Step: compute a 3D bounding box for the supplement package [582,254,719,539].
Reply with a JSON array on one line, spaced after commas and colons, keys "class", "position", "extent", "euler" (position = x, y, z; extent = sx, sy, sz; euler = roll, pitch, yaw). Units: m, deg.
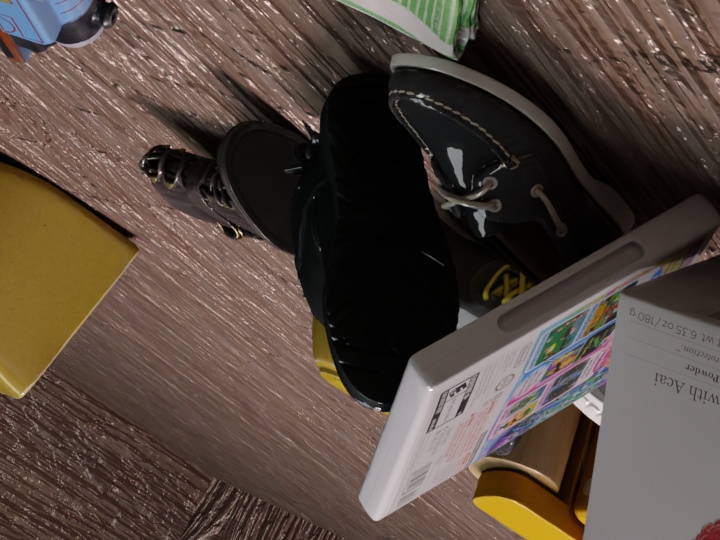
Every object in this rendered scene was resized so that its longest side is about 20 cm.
[{"class": "supplement package", "position": [0.193, 0.110, 0.843], "extent": [0.120, 0.203, 0.119], "euler": [19, -158, 35]}]

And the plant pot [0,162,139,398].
[{"class": "plant pot", "position": [-0.383, -0.012, 1.730], "extent": [0.200, 0.195, 0.195], "euler": [43, 163, -18]}]

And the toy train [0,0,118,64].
[{"class": "toy train", "position": [-0.199, -0.179, 0.920], "extent": [0.113, 0.088, 0.200], "euler": [20, 165, 11]}]

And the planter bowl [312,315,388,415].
[{"class": "planter bowl", "position": [0.024, 0.066, 1.334], "extent": [0.199, 0.084, 0.200], "euler": [26, 170, 5]}]

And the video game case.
[{"class": "video game case", "position": [0.089, 0.051, 0.894], "extent": [0.024, 0.181, 0.201], "euler": [54, 159, 18]}]

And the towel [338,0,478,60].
[{"class": "towel", "position": [-0.015, -0.164, 0.714], "extent": [0.151, 0.024, 0.200], "euler": [28, 167, 11]}]

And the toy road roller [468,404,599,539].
[{"class": "toy road roller", "position": [0.192, 0.144, 1.233], "extent": [0.199, 0.124, 0.145], "euler": [33, 153, -27]}]

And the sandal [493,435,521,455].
[{"class": "sandal", "position": [0.064, 0.031, 1.136], "extent": [0.075, 0.045, 0.202], "euler": [-16, 102, 60]}]

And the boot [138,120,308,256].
[{"class": "boot", "position": [-0.092, -0.056, 1.182], "extent": [0.173, 0.070, 0.200], "euler": [19, 166, 35]}]

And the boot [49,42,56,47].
[{"class": "boot", "position": [-0.309, -0.203, 1.088], "extent": [0.199, 0.073, 0.181], "euler": [26, -178, 44]}]

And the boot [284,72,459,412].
[{"class": "boot", "position": [-0.001, 0.001, 0.961], "extent": [0.072, 0.201, 0.163], "euler": [-3, 160, -11]}]

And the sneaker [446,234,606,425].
[{"class": "sneaker", "position": [0.123, 0.025, 1.061], "extent": [0.198, 0.075, 0.085], "euler": [28, 148, 5]}]

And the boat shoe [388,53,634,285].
[{"class": "boat shoe", "position": [0.073, -0.044, 0.866], "extent": [0.073, 0.061, 0.200], "euler": [18, 167, 40]}]
